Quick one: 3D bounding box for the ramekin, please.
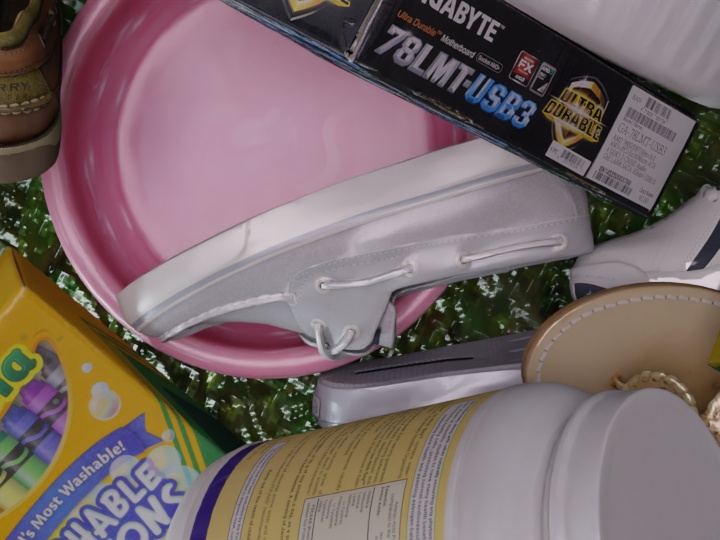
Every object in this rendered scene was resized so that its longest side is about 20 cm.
[{"bbox_3d":[0.092,-0.146,0.963,0.199,0.200,0.098,28,99,6],"label":"ramekin"}]

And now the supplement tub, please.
[{"bbox_3d":[0.037,0.124,0.924,0.199,0.145,0.147,-14,87,34],"label":"supplement tub"}]

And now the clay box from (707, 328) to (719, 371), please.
[{"bbox_3d":[0.225,-0.030,0.940,0.114,0.048,0.201,27,75,-14],"label":"clay box"}]

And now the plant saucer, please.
[{"bbox_3d":[-0.039,-0.054,1.048,0.199,0.051,0.202,0,89,6],"label":"plant saucer"}]

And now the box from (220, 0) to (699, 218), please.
[{"bbox_3d":[-0.002,-0.099,0.884,0.199,0.198,0.050,30,93,39],"label":"box"}]

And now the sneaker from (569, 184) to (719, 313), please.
[{"bbox_3d":[0.177,-0.054,1.008,0.197,0.079,0.131,-11,87,6],"label":"sneaker"}]

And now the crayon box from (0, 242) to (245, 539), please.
[{"bbox_3d":[-0.139,0.083,1.011,0.126,0.052,0.200,-46,115,4],"label":"crayon box"}]

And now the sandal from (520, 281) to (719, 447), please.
[{"bbox_3d":[0.170,0.065,0.957,0.210,0.070,0.078,18,105,-22],"label":"sandal"}]

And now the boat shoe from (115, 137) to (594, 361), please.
[{"bbox_3d":[0.000,0.000,0.989,0.199,0.072,0.069,-19,87,-3],"label":"boat shoe"}]

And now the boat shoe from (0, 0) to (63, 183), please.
[{"bbox_3d":[-0.155,-0.116,0.997,0.071,0.200,0.068,-7,125,-16],"label":"boat shoe"}]

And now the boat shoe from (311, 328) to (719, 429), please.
[{"bbox_3d":[0.080,0.066,1.031,0.198,0.072,0.072,-6,105,11],"label":"boat shoe"}]
